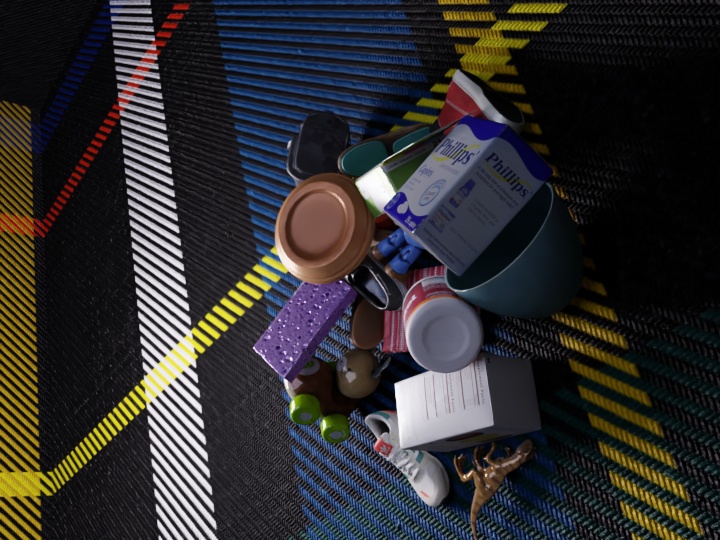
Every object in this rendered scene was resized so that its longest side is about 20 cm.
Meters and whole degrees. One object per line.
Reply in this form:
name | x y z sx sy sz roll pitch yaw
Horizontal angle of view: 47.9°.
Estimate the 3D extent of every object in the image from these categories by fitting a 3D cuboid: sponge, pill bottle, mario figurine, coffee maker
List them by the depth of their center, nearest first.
pill bottle | 0.121 0.073 1.237 0.200 0.113 0.113 -86 15 -77
mario figurine | 0.123 -0.069 1.385 0.200 0.123 0.106 -41 15 20
sponge | -0.099 0.091 1.450 0.200 0.030 0.111 -52 44 -3
coffee maker | -0.068 -0.191 1.569 0.200 0.134 0.193 62 -163 -87

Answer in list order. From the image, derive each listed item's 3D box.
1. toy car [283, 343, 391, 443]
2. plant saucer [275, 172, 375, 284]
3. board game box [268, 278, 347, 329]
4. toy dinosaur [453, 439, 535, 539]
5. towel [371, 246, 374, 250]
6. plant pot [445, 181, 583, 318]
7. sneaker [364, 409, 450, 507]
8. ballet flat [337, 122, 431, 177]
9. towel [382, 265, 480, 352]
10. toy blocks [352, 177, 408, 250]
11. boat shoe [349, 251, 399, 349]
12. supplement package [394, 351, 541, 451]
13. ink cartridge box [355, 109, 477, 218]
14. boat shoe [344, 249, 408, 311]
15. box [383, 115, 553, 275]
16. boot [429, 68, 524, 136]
toy car | -0.025 0.185 1.487 0.200 0.158 0.165 -38 35 22
plant saucer | -0.070 -0.077 1.421 0.199 0.037 0.201 -7 75 27
board game box | -0.086 0.057 1.531 0.200 0.035 0.126 -53 27 -4
toy dinosaur | 0.188 0.327 1.234 0.106 0.060 0.201 49 120 44
towel | -0.011 -0.052 1.599 0.148 0.036 0.201 42 114 47
plant pot | 0.240 -0.010 1.160 0.200 0.135 0.200 -43 20 20
sneaker | 0.070 0.315 1.362 0.070 0.093 0.200 -58 42 27
ballet flat | 0.041 -0.220 1.462 0.072 0.199 0.068 34 146 61
towel | 0.120 0.066 1.386 0.199 0.022 0.145 -8 74 38
toy blocks | 0.044 -0.122 1.481 0.136 0.100 0.201 9 72 28
boat shoe | 0.024 0.056 1.484 0.070 0.070 0.201 -29 36 62
supplement package | 0.161 0.208 1.251 0.200 0.113 0.110 -28 59 46
ink cartridge box | 0.103 -0.172 1.330 0.076 0.148 0.200 61 151 -2
boat shoe | 0.000 0.000 1.421 0.200 0.057 0.069 40 117 25
box | 0.151 -0.117 1.194 0.200 0.105 0.184 -48 19 3
boot | 0.188 -0.233 1.358 0.145 0.072 0.200 -63 34 24
